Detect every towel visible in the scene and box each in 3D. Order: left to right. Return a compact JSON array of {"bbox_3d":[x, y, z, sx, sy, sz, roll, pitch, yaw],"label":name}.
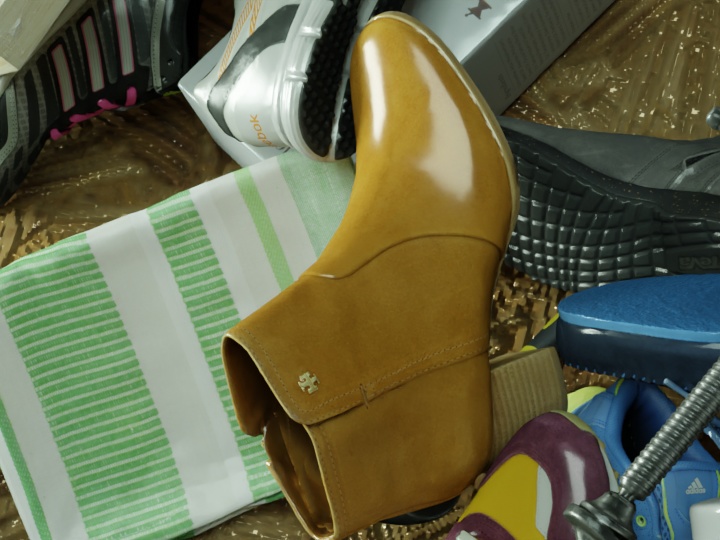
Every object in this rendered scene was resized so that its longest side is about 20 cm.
[{"bbox_3d":[-0.074,0.044,1.238,0.199,0.023,0.153,-20,102,5],"label":"towel"}]

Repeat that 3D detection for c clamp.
[{"bbox_3d":[0.152,0.062,1.048,0.170,0.027,0.200,33,79,15],"label":"c clamp"}]

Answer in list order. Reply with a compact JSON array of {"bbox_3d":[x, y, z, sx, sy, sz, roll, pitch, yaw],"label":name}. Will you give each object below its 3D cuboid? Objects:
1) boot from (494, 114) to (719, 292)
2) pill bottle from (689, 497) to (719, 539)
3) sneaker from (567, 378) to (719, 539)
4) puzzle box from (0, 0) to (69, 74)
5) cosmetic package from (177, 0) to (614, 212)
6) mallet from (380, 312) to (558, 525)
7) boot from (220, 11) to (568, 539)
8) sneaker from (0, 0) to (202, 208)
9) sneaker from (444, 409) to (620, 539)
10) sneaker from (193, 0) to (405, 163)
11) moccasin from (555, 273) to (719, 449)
[{"bbox_3d":[0.145,-0.042,1.227,0.199,0.070,0.131,23,43,33],"label":"boot"},{"bbox_3d":[0.182,0.187,1.080,0.109,0.109,0.201,-9,87,11],"label":"pill bottle"},{"bbox_3d":[0.112,0.134,1.145,0.075,0.105,0.201,0,63,-22],"label":"sneaker"},{"bbox_3d":[-0.157,-0.150,1.303,0.025,0.200,0.133,38,78,-18],"label":"puzzle box"},{"bbox_3d":[0.024,-0.114,1.293,0.200,0.071,0.101,-45,65,-5],"label":"cosmetic package"},{"bbox_3d":[0.068,0.043,1.229,0.200,0.066,0.041,-42,102,-27],"label":"mallet"},{"bbox_3d":[0.000,0.001,1.133,0.144,0.071,0.202,-19,88,-36],"label":"boot"},{"bbox_3d":[-0.120,-0.099,1.320,0.087,0.074,0.200,37,95,-3],"label":"sneaker"},{"bbox_3d":[0.040,0.150,1.118,0.075,0.090,0.201,31,107,50],"label":"sneaker"},{"bbox_3d":[-0.014,-0.140,1.233,0.080,0.074,0.201,4,57,38],"label":"sneaker"},{"bbox_3d":[0.173,0.047,1.103,0.199,0.080,0.069,7,113,25],"label":"moccasin"}]
